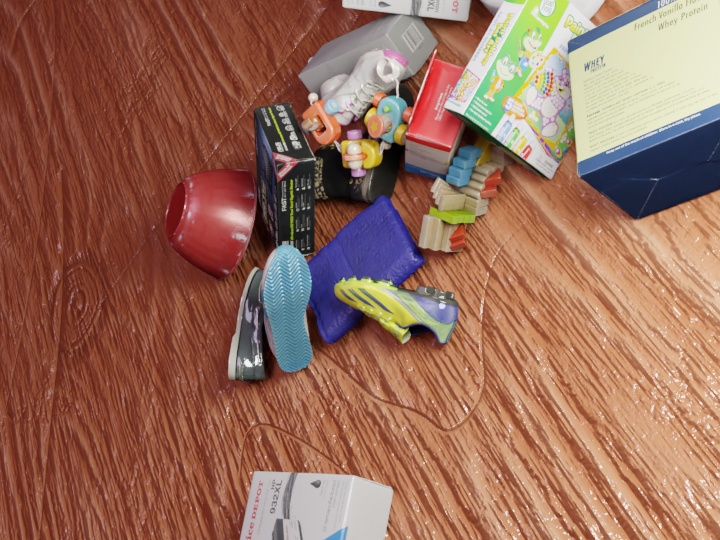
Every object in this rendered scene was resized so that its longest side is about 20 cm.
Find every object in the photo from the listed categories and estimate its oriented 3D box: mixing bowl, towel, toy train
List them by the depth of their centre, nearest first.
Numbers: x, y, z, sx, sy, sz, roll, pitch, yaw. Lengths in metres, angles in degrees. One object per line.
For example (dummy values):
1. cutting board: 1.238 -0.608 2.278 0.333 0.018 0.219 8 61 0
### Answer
1. toy train: -0.012 -0.219 1.571 0.200 0.056 0.150 -28 87 42
2. towel: 0.000 0.000 1.605 0.200 0.050 0.148 -42 51 20
3. mixing bowl: -0.267 -0.092 1.839 0.200 0.108 0.200 -38 45 51

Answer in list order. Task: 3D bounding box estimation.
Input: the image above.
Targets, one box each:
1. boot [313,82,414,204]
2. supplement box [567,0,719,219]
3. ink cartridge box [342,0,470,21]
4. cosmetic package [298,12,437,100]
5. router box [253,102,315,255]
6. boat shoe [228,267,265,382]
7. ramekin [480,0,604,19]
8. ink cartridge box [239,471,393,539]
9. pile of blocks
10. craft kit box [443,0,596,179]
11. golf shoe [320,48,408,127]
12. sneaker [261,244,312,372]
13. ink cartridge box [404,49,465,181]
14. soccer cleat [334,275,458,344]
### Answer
1. boot: 0.001 -0.196 1.692 0.150 0.073 0.200 2 75 46
2. supplement box: 0.367 -0.201 1.265 0.200 0.134 0.200 -22 55 37
3. ink cartridge box: 0.078 -0.469 1.626 0.200 0.145 0.083 7 46 4
4. cosmetic package: 0.009 -0.339 1.724 0.200 0.090 0.107 -17 30 43
5. router box: -0.121 -0.141 1.703 0.150 0.062 0.200 -114 19 -44
6. boat shoe: -0.166 0.088 1.729 0.062 0.073 0.200 8 60 3
7. ramekin: 0.257 -0.432 1.534 0.200 0.098 0.201 -23 54 36
8. ink cartridge box: -0.066 0.351 1.445 0.200 0.084 0.145 -8 64 43
9. pile of blocks: 0.152 -0.110 1.478 0.062 0.082 0.200 26 89 43
10. craft kit box: 0.227 -0.247 1.386 0.048 0.200 0.198 28 91 49
11. golf shoe: 0.002 -0.266 1.631 0.200 0.075 0.092 -25 45 54
12. sneaker: -0.117 0.050 1.609 0.081 0.076 0.200 -129 35 -57
13. ink cartridge box: 0.111 -0.211 1.492 0.067 0.200 0.116 19 79 5
14. soccer cleat: 0.042 0.055 1.488 0.200 0.065 0.084 10 92 33
